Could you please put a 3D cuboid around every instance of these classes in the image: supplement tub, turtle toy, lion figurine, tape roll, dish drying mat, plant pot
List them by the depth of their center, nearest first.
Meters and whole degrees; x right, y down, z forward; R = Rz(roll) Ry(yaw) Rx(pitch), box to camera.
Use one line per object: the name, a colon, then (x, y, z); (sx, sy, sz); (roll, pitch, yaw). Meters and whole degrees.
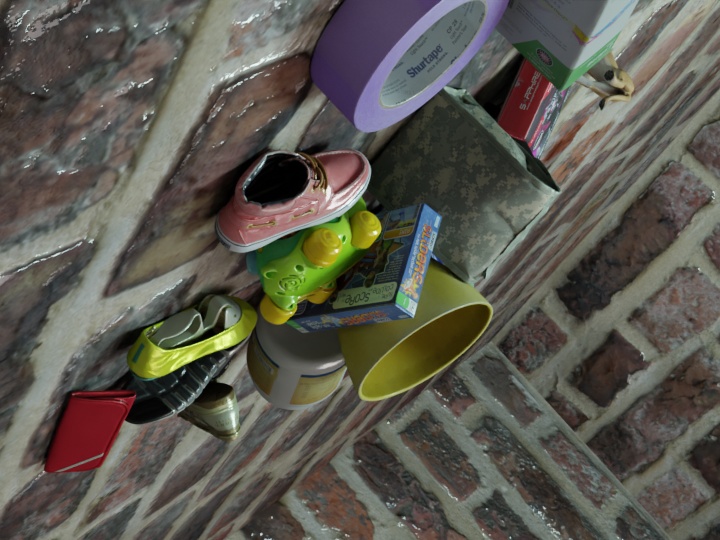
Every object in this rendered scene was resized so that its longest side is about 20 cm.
tape roll: (0.049, -0.223, 1.097); (0.200, 0.066, 0.200); (-39, 167, -10)
turtle toy: (-0.053, -0.033, 1.342); (0.200, 0.101, 0.146); (-28, 162, -50)
dish drying mat: (-0.326, 0.195, 1.398); (0.077, 0.018, 0.200); (2, 147, -24)
plant pot: (0.045, 0.050, 1.479); (0.200, 0.142, 0.200); (-29, 157, -14)
lion figurine: (0.310, -0.272, 1.515); (0.072, 0.201, 0.122); (-30, 149, 32)
supplement tub: (-0.082, 0.104, 1.616); (0.145, 0.145, 0.200); (-36, 167, -24)

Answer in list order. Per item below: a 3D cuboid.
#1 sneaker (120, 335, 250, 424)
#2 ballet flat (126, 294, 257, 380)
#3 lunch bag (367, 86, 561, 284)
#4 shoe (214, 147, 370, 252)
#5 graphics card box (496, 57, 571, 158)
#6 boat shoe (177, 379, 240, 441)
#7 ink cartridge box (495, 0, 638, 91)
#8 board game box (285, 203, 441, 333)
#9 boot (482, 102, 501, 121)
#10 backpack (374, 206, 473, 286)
sneaker: (-0.218, 0.135, 1.473); (0.200, 0.075, 0.116); (-38, 170, -21)
ballet flat: (-0.187, 0.065, 1.362); (0.200, 0.067, 0.067); (-28, 148, -45)
lunch bag: (0.130, -0.103, 1.441); (0.164, 0.200, 0.118); (-47, 166, 19)
shoe: (-0.056, -0.089, 1.207); (0.200, 0.072, 0.091); (-29, 168, -31)
graphics card box: (0.241, -0.228, 1.619); (0.126, 0.051, 0.200); (-66, 167, 1)
boat shoe: (-0.205, 0.180, 1.534); (0.073, 0.063, 0.200); (-22, -170, -16)
ink cartridge box: (0.196, -0.292, 1.129); (0.087, 0.145, 0.200); (-39, 167, -17)
board game box: (0.000, 0.000, 1.402); (0.200, 0.034, 0.136); (-10, -125, 47)
boot: (0.125, -0.150, 1.571); (0.131, 0.068, 0.200); (-57, 177, 40)
backpack: (0.061, 0.011, 1.634); (0.200, 0.191, 0.154); (-44, 167, 13)
